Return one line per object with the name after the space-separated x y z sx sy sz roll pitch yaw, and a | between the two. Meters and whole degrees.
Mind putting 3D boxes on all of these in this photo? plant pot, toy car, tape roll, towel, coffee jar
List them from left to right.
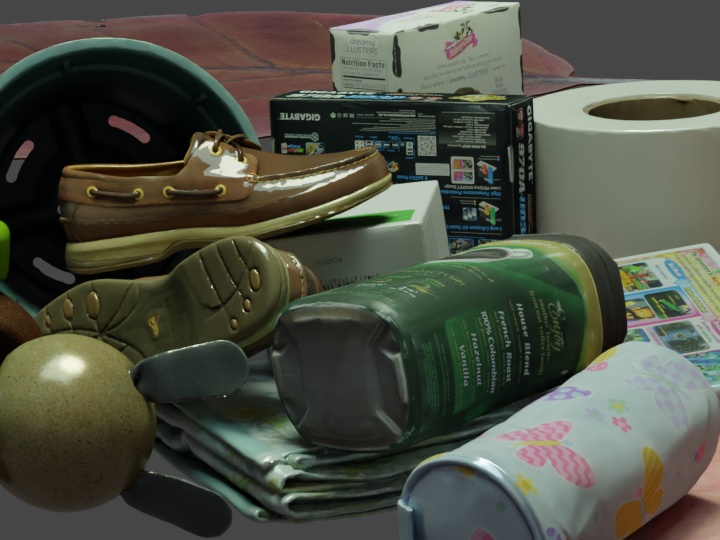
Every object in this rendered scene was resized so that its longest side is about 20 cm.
-0.159 0.073 0.953 0.200 0.164 0.158 8 17 6 | toy car
-0.173 -0.046 1.197 0.200 0.200 0.196 -7 3 -11 | plant pot
-0.018 0.092 1.044 0.171 0.048 0.200 -8 16 -26 | towel
0.055 0.036 0.982 0.104 0.085 0.200 -1 11 45 | coffee jar
0.223 -0.058 1.348 0.202 0.139 0.203 -4 15 1 | tape roll

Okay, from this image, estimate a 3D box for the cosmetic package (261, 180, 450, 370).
0.000 0.000 1.146 0.107 0.085 0.200 -8 10 5 | cosmetic package

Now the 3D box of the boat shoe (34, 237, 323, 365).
-0.109 0.037 1.029 0.200 0.072 0.068 -19 -20 31 | boat shoe

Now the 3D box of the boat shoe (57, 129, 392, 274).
-0.083 -0.049 1.056 0.200 0.068 0.072 -12 9 4 | boat shoe

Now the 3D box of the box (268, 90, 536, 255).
0.031 -0.052 1.335 0.200 0.159 0.046 3 15 26 | box

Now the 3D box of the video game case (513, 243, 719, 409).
0.167 0.043 1.140 0.182 0.024 0.200 -10 24 -5 | video game case

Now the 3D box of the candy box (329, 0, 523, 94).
0.059 -0.111 1.465 0.071 0.200 0.168 10 20 40 | candy box

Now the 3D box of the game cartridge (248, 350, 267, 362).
-0.118 0.045 1.258 0.133 0.041 0.200 13 23 38 | game cartridge

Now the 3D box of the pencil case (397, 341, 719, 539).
0.104 0.100 0.906 0.091 0.083 0.200 24 29 28 | pencil case
